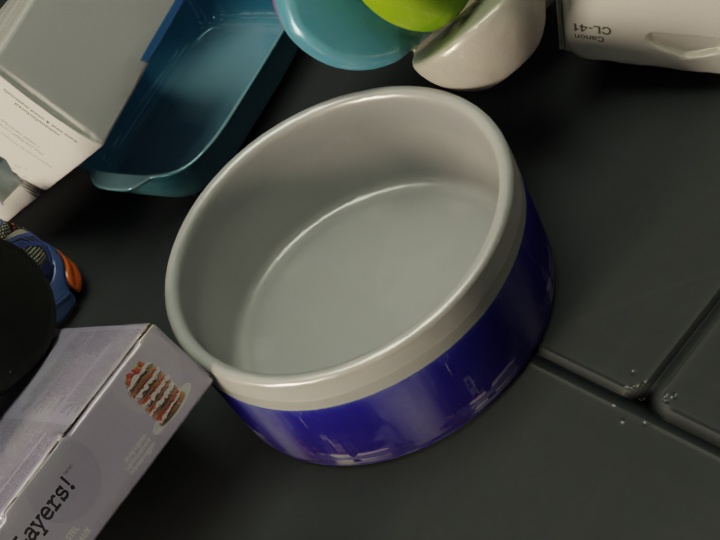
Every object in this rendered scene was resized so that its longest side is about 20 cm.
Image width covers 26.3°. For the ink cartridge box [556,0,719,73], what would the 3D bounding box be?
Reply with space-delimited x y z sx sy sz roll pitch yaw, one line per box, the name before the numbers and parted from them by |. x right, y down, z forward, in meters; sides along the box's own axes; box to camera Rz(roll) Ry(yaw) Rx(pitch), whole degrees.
ink cartridge box | 0.203 -0.213 0.871 0.146 0.086 0.201 8 53 17

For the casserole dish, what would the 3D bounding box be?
casserole dish | -0.109 -0.119 1.024 0.120 0.039 0.201 7 55 35

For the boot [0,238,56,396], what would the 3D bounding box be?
boot | -0.261 0.082 0.838 0.173 0.069 0.201 -28 29 36

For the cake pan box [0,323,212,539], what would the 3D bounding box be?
cake pan box | -0.184 0.116 0.796 0.201 0.052 0.184 -55 20 -23

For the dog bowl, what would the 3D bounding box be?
dog bowl | 0.000 0.000 0.821 0.198 0.079 0.201 -16 46 17

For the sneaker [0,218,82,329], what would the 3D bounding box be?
sneaker | -0.263 0.046 0.934 0.075 0.079 0.200 23 66 43

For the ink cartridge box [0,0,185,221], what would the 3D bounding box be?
ink cartridge box | -0.209 -0.123 0.994 0.200 0.086 0.147 -28 32 53

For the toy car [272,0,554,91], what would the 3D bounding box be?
toy car | 0.016 -0.183 0.870 0.149 0.175 0.200 -31 17 32
